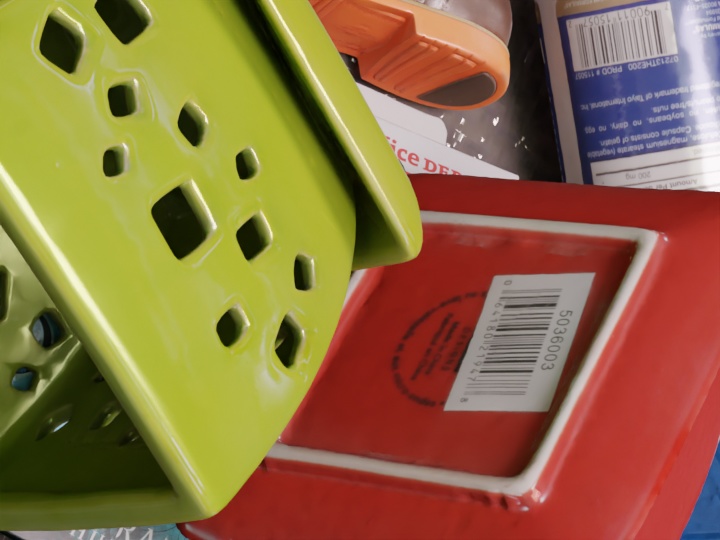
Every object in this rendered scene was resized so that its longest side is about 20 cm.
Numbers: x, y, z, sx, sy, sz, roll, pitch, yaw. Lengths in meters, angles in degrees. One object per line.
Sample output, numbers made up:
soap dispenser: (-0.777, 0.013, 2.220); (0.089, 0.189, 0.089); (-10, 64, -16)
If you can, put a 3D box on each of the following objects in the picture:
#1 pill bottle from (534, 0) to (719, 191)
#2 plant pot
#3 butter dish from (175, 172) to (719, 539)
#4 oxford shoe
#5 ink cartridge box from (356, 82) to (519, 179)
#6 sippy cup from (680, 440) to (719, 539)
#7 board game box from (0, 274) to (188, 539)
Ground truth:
pill bottle: (0.150, -0.051, 1.160); (0.110, 0.111, 0.201); (-11, 93, -27)
plant pot: (-0.107, -0.033, 0.939); (0.181, 0.199, 0.200); (-44, 113, -33)
butter dish: (0.063, 0.074, 0.977); (0.201, 0.198, 0.148); (-59, 137, -31)
oxford shoe: (-0.015, -0.143, 1.111); (0.199, 0.071, 0.073); (26, 59, -31)
ink cartridge box: (0.000, 0.000, 1.080); (0.115, 0.068, 0.201); (21, 67, -30)
sippy cup: (0.202, 0.122, 1.065); (0.130, 0.139, 0.179); (18, 75, -47)
board game box: (-0.117, 0.057, 1.062); (0.199, 0.028, 0.136); (31, 75, -24)
